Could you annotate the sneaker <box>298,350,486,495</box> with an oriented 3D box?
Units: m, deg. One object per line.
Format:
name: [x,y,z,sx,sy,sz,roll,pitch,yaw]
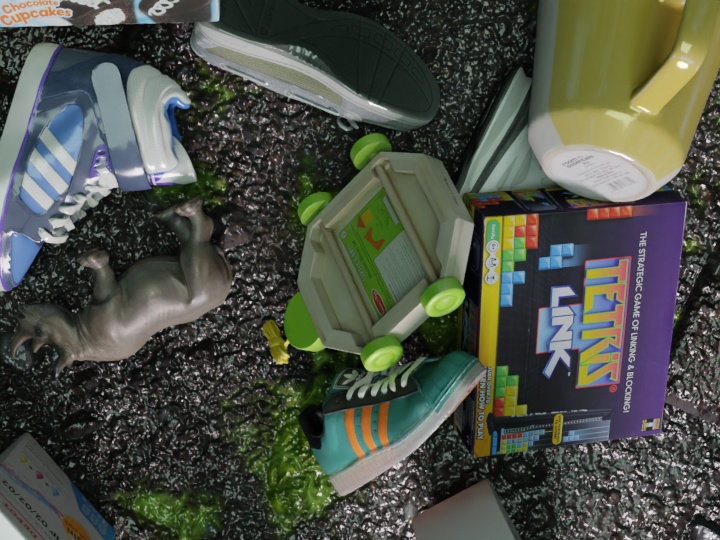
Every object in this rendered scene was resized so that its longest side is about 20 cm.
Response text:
sneaker: [0.015,0.103,0.998,0.080,0.071,0.200,49,135,2]

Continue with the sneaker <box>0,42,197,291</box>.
sneaker: [-0.203,-0.066,1.001,0.144,0.081,0.203,15,92,0]

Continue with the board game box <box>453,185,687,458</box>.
board game box: [0.159,0.037,1.006,0.163,0.057,0.203,-5,114,-12]

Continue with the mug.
mug: [0.183,-0.144,0.930,0.147,0.187,0.155,9,70,21]

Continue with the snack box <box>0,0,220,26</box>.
snack box: [-0.203,-0.239,0.968,0.197,0.037,0.118,-2,61,-2]

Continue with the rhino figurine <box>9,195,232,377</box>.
rhino figurine: [-0.192,0.023,1.026,0.198,0.060,0.088,-28,100,4]

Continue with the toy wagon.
toy wagon: [0.000,0.000,0.996,0.039,0.156,0.200,14,131,-45]

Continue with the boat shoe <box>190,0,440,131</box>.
boat shoe: [-0.035,-0.159,1.007,0.200,0.065,0.075,19,60,-8]

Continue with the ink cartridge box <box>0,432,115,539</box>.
ink cartridge box: [-0.258,0.210,0.980,0.068,0.200,0.115,-40,98,4]

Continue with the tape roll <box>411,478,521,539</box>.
tape roll: [0.115,0.267,1.003,0.070,0.202,0.204,-28,99,2]

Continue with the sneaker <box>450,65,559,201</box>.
sneaker: [0.122,-0.046,1.019,0.114,0.076,0.202,27,94,-4]
